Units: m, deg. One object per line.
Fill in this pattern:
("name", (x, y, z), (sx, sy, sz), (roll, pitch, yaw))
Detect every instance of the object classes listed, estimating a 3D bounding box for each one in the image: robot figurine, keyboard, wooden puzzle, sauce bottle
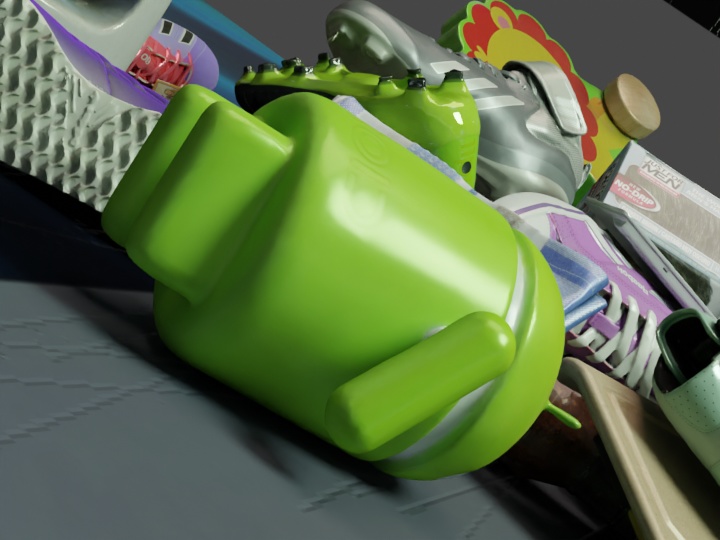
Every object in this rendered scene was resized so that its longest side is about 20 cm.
("robot figurine", (-0.002, 0.008, 0.731), (0.199, 0.116, 0.175), (32, 0, -25))
("keyboard", (0.198, 0.033, 1.046), (0.200, 0.011, 0.056), (48, 1, -19))
("wooden puzzle", (0.177, 0.143, 0.867), (0.184, 0.037, 0.201), (29, 26, -43))
("sauce bottle", (0.072, 0.061, 0.939), (0.200, 0.066, 0.066), (42, 8, 4))

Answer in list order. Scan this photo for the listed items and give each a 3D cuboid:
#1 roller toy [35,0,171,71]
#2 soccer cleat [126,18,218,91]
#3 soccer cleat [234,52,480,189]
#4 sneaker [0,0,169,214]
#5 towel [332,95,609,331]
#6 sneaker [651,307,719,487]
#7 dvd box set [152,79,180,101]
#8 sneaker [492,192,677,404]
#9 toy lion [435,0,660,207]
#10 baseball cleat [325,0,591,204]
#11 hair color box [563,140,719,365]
("roller toy", (-0.186, -0.172, 0.950), (0.182, 0.140, 0.200), (36, 7, 3))
("soccer cleat", (-0.150, -0.136, 1.144), (0.076, 0.067, 0.199), (15, -2, 40))
("soccer cleat", (-0.008, -0.078, 1.047), (0.067, 0.082, 0.199), (-14, 19, -36))
("sneaker", (-0.139, -0.073, 0.856), (0.199, 0.070, 0.100), (36, 0, -8))
("towel", (0.006, -0.012, 0.900), (0.146, 0.024, 0.200), (-29, 51, -31))
("sneaker", (0.203, 0.055, 0.915), (0.119, 0.074, 0.200), (53, 22, -1))
("dvd box set", (-0.024, -0.060, 1.171), (0.199, 0.030, 0.146), (22, -4, 24))
("sneaker", (0.139, 0.029, 0.986), (0.200, 0.073, 0.114), (26, 13, -45))
("toy lion", (0.128, -0.086, 1.243), (0.191, 0.068, 0.201), (22, 48, -37))
("baseball cleat", (0.064, -0.111, 1.138), (0.200, 0.107, 0.070), (46, -28, -22))
("hair color box", (0.156, 0.016, 1.144), (0.099, 0.061, 0.200), (32, -35, -1))
